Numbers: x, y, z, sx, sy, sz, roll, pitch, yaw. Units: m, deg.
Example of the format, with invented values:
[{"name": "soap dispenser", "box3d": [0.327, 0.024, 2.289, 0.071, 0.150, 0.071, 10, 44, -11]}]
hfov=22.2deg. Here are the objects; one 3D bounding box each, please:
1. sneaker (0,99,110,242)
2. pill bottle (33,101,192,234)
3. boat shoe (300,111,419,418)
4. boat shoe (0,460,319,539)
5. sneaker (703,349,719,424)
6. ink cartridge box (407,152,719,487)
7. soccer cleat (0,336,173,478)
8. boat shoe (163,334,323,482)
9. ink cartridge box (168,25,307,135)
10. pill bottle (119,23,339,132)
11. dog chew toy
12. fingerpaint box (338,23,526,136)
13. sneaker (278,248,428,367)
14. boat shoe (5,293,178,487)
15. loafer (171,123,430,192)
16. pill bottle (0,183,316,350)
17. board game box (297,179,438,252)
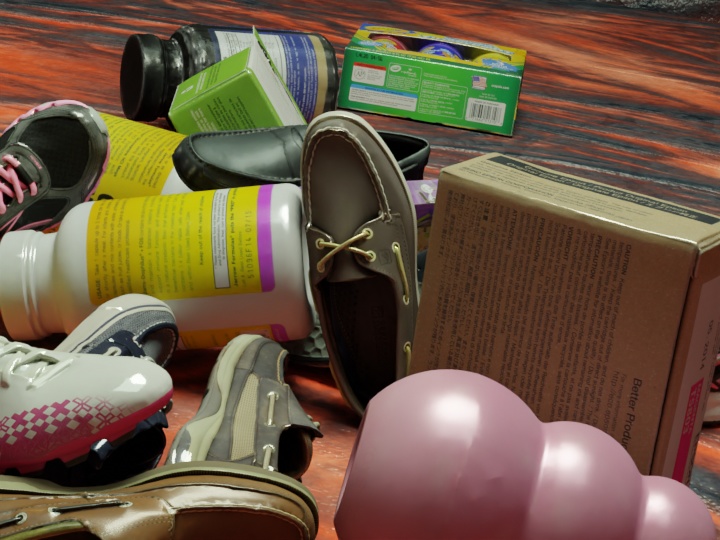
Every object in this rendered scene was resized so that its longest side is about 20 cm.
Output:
[{"name": "sneaker", "box3d": [-0.255, -0.041, 1.231, 0.200, 0.079, 0.095, -34, 5, 10]}, {"name": "pill bottle", "box3d": [-0.162, -0.052, 1.383, 0.200, 0.113, 0.112, 16, 19, 20]}, {"name": "boat shoe", "box3d": [0.000, 0.000, 1.167, 0.072, 0.200, 0.060, -7, 16, 14]}, {"name": "boat shoe", "box3d": [-0.117, 0.140, 0.893, 0.200, 0.072, 0.068, -3, 23, -6]}, {"name": "sneaker", "box3d": [0.186, 0.058, 1.249, 0.200, 0.086, 0.080, -6, 21, -38]}, {"name": "ink cartridge box", "box3d": [0.115, 0.050, 1.051, 0.165, 0.200, 0.075, 19, 21, 28]}, {"name": "soccer cleat", "box3d": [-0.194, 0.062, 0.943, 0.200, 0.086, 0.070, -15, 13, 23]}, {"name": "boat shoe", "box3d": [-0.063, 0.103, 1.040, 0.073, 0.075, 0.200, 20, 27, 2]}, {"name": "ink cartridge box", "box3d": [-0.085, -0.106, 1.517, 0.076, 0.148, 0.200, -28, 17, 6]}, {"name": "pill bottle", "box3d": [-0.131, -0.186, 1.819, 0.200, 0.112, 0.112, 1, 19, -23]}, {"name": "dog chew toy", "box3d": [0.090, 0.127, 0.948, 0.200, 0.125, 0.125, 17, 18, -1]}, {"name": "fingerpaint box", "box3d": [0.084, -0.221, 2.092, 0.200, 0.073, 0.167, 10, 18, 5]}, {"name": "sneaker", "box3d": [0.044, 0.035, 1.284, 0.202, 0.077, 0.146, -12, -19, 23]}, {"name": "boat shoe", "box3d": [-0.140, 0.079, 1.072, 0.093, 0.075, 0.200, 21, 29, 19]}, {"name": "loafer", "box3d": [-0.040, -0.080, 1.311, 0.200, 0.070, 0.068, 3, 45, -35]}, {"name": "pill bottle", "box3d": [-0.133, 0.002, 1.211, 0.200, 0.104, 0.104, -5, 17, 4]}, {"name": "board game box", "box3d": [0.004, -0.016, 1.346, 0.200, 0.120, 0.032, -4, 55, -36]}]
